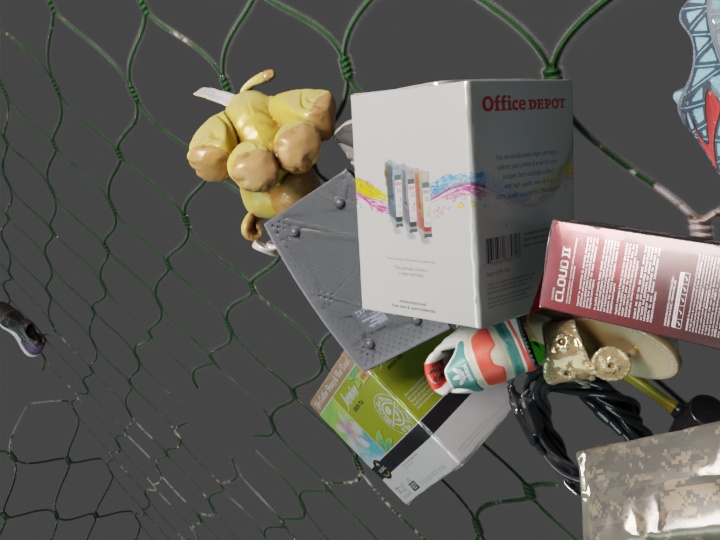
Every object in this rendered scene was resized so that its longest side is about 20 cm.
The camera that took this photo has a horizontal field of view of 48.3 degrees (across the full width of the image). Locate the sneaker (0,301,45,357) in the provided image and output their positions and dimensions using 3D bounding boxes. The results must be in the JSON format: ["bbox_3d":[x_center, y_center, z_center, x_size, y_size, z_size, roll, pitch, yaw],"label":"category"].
[{"bbox_3d":[-1.011,0.159,2.396,0.200,0.076,0.088,47,132,-1],"label":"sneaker"}]

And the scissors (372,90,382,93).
[{"bbox_3d":[0.051,-0.080,0.793,0.200,0.014,0.073,66,160,1],"label":"scissors"}]

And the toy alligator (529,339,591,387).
[{"bbox_3d":[0.181,0.062,0.855,0.200,0.059,0.054,28,101,58],"label":"toy alligator"}]

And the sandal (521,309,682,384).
[{"bbox_3d":[0.185,0.075,0.740,0.212,0.070,0.078,23,150,51],"label":"sandal"}]

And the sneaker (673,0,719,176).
[{"bbox_3d":[0.279,-0.117,0.583,0.095,0.079,0.200,23,132,55],"label":"sneaker"}]

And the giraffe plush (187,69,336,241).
[{"bbox_3d":[-0.111,-0.122,0.958,0.200,0.172,0.162,39,156,42],"label":"giraffe plush"}]

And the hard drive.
[{"bbox_3d":[0.000,0.000,0.871,0.135,0.042,0.200,-30,97,28],"label":"hard drive"}]

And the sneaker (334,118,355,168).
[{"bbox_3d":[0.014,-0.106,0.906,0.115,0.075,0.200,39,135,26],"label":"sneaker"}]

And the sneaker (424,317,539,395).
[{"bbox_3d":[0.100,0.076,0.779,0.200,0.093,0.070,-171,58,-85],"label":"sneaker"}]

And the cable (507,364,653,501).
[{"bbox_3d":[0.263,0.191,0.916,0.163,0.051,0.200,-13,109,49],"label":"cable"}]

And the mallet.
[{"bbox_3d":[0.278,0.115,0.832,0.200,0.041,0.066,35,147,32],"label":"mallet"}]

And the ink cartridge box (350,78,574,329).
[{"bbox_3d":[0.093,-0.066,0.717,0.144,0.145,0.201,8,104,48],"label":"ink cartridge box"}]

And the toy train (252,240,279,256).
[{"bbox_3d":[-0.026,-0.011,0.994,0.200,0.056,0.150,27,-175,13],"label":"toy train"}]

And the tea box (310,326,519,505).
[{"bbox_3d":[0.064,0.169,1.044,0.197,0.134,0.200,45,147,11],"label":"tea box"}]

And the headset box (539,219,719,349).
[{"bbox_3d":[0.253,0.009,0.639,0.200,0.149,0.077,12,97,42],"label":"headset box"}]

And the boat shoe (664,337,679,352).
[{"bbox_3d":[0.221,0.033,0.799,0.201,0.070,0.072,39,164,17],"label":"boat shoe"}]

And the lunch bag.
[{"bbox_3d":[0.329,0.230,0.762,0.164,0.118,0.200,-23,137,36],"label":"lunch bag"}]
